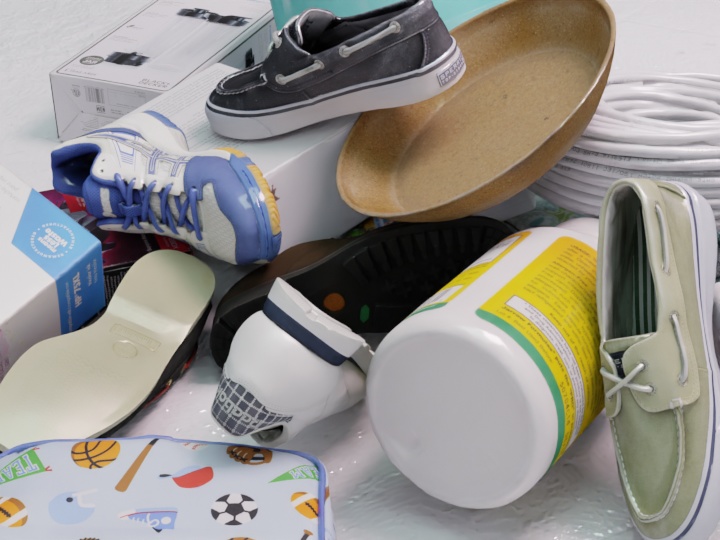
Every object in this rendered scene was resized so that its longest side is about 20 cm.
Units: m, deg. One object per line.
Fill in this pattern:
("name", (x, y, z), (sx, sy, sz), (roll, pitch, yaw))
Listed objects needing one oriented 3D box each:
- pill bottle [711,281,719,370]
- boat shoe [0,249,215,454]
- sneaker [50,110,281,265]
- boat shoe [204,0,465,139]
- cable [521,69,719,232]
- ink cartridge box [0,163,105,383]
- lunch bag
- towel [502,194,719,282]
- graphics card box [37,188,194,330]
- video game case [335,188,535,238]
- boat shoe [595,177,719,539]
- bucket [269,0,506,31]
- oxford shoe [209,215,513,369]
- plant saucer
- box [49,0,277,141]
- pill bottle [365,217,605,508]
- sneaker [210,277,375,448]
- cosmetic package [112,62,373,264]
("pill bottle", (0.292, 0.051, 0.953), (0.198, 0.112, 0.111), (-6, 31, -7))
("boat shoe", (-0.152, 0.063, 1.015), (0.073, 0.063, 0.202), (28, 38, 10))
("sneaker", (-0.128, -0.042, 1.086), (0.088, 0.076, 0.199), (-19, 27, -31))
("boat shoe", (-0.029, -0.136, 1.098), (0.199, 0.068, 0.072), (-6, 33, 39))
("cable", (0.197, -0.080, 1.097), (0.198, 0.070, 0.200), (10, 20, 17))
("ink cartridge box", (-0.261, 0.028, 1.008), (0.116, 0.068, 0.200), (35, 57, 19))
("lunch bag", (-0.109, 0.156, 0.844), (0.198, 0.076, 0.161), (-2, 33, 0))
("towel", (0.178, -0.039, 1.171), (0.198, 0.049, 0.171), (-16, 34, -22))
("graphics card box", (-0.218, -0.004, 1.138), (0.198, 0.051, 0.126), (-13, 33, -14))
("video game case", (0.018, -0.066, 1.200), (0.181, 0.024, 0.201), (-21, 31, 5))
("boat shoe", (0.153, 0.048, 0.908), (0.062, 0.202, 0.072), (11, -19, -39))
("bucket", (0.026, -0.208, 1.303), (0.206, 0.136, 0.207), (-20, 6, 2))
("oxford shoe", (0.000, 0.000, 1.070), (0.198, 0.073, 0.085), (-15, 25, 4))
("plant saucer", (0.076, -0.094, 1.043), (0.199, 0.035, 0.201), (-29, 31, 19))
("box", (-0.150, -0.165, 1.391), (0.116, 0.061, 0.200), (11, 34, 21))
("pill bottle", (0.096, 0.042, 0.971), (0.112, 0.114, 0.200), (14, 28, 26))
("sneaker", (-0.039, 0.058, 0.949), (0.076, 0.081, 0.200), (33, -3, 13))
("cosmetic package", (-0.078, -0.076, 1.185), (0.101, 0.072, 0.200), (-33, 31, -22))
